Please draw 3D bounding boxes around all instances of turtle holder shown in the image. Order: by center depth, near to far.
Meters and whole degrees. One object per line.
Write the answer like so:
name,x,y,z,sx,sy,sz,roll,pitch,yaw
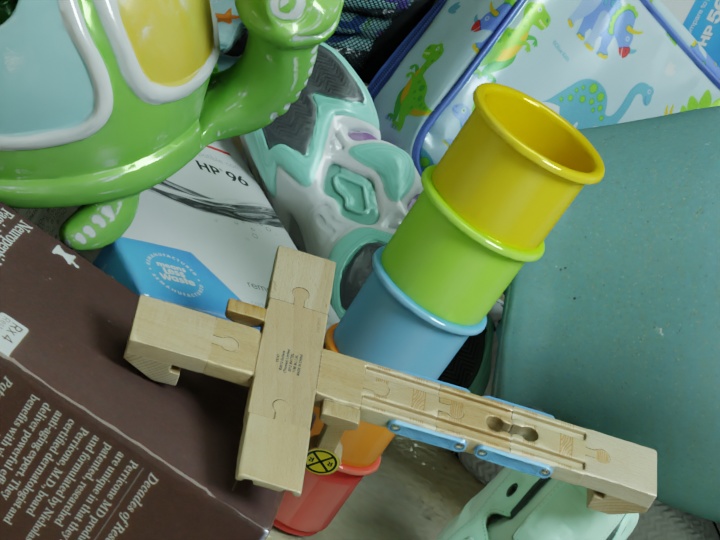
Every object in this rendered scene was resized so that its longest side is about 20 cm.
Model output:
turtle holder,-0.114,-0.093,0.762,0.185,0.132,0.141,24,46,23

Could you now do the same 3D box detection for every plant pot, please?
plant pot,0.155,0.017,0.842,0.187,0.201,0.200,8,22,6

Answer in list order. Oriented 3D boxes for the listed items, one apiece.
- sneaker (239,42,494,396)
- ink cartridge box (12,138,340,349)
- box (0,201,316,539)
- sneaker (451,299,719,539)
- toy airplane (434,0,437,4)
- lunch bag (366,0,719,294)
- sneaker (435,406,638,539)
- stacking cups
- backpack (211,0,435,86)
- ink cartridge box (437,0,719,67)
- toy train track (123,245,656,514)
sneaker,0.000,0.000,0.935,0.077,0.140,0.201,-19,68,-13
ink cartridge box,-0.098,-0.017,0.863,0.116,0.068,0.200,16,29,-40
box,-0.122,0.043,0.708,0.200,0.075,0.100,35,22,-6
sneaker,0.115,0.085,0.963,0.200,0.075,0.115,48,24,16
toy airplane,0.077,-0.127,1.141,0.200,0.141,0.199,33,-12,-7
lunch bag,0.108,-0.066,0.988,0.200,0.161,0.082,40,-5,-33
sneaker,0.046,0.122,0.728,0.074,0.118,0.200,38,24,2
stacking cups,0.020,0.021,0.781,0.060,0.200,0.061,26,27,-14
backpack,-0.075,-0.182,0.980,0.199,0.151,0.178,10,49,-36
ink cartridge box,0.107,-0.195,1.073,0.199,0.085,0.146,8,32,-35
toy train track,0.010,0.055,0.710,0.199,0.033,0.115,17,43,-8
